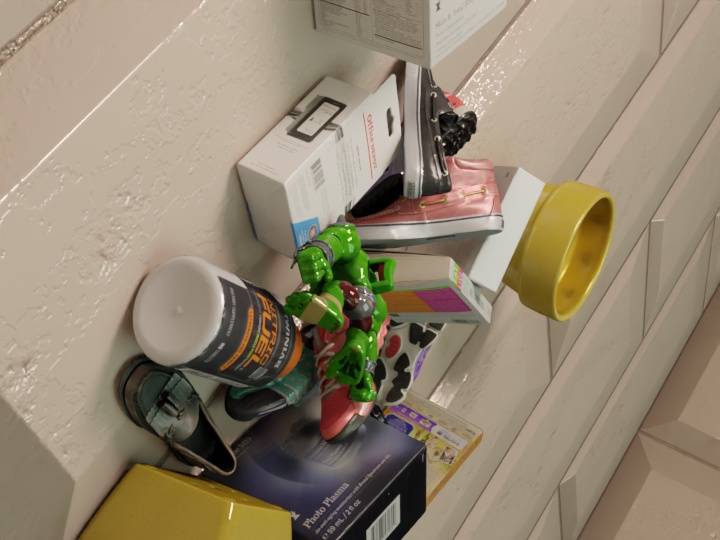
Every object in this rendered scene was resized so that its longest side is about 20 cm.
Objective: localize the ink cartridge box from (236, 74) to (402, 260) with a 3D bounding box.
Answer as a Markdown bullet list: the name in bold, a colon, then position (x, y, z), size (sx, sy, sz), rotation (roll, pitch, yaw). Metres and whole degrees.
- **ink cartridge box**: position (-0.038, -0.123, 1.093), size (0.200, 0.067, 0.117), rotation (-48, 149, -30)

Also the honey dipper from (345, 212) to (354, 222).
- **honey dipper**: position (0.000, 0.000, 1.289), size (0.038, 0.038, 0.201), rotation (-51, 144, -25)

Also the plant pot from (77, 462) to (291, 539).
- **plant pot**: position (-0.179, 0.312, 1.056), size (0.200, 0.197, 0.179), rotation (37, 70, -61)

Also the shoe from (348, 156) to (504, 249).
- **shoe**: position (0.070, -0.081, 1.210), size (0.072, 0.196, 0.093), rotation (102, -19, -82)

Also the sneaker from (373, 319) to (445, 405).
- **sneaker**: position (0.072, 0.097, 1.462), size (0.202, 0.080, 0.083), rotation (-62, 168, 5)

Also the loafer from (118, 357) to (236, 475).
- **loafer**: position (-0.181, 0.156, 1.055), size (0.072, 0.062, 0.201), rotation (-55, 150, -20)

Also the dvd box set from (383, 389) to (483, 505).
- **dvd box set**: position (0.069, 0.270, 1.485), size (0.200, 0.145, 0.030), rotation (-41, 145, -39)

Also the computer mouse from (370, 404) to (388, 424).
- **computer mouse**: position (-0.004, 0.175, 1.381), size (0.034, 0.059, 0.201), rotation (-32, 142, 1)

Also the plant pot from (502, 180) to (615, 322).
- **plant pot**: position (0.258, -0.051, 1.529), size (0.200, 0.187, 0.203), rotation (-40, 143, -40)

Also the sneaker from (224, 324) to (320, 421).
- **sneaker**: position (-0.087, 0.144, 1.203), size (0.199, 0.074, 0.089), rotation (-32, 142, -47)

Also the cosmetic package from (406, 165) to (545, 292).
- **cosmetic package**: position (0.144, -0.062, 1.331), size (0.051, 0.199, 0.153), rotation (24, 88, -23)

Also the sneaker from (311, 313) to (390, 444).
- **sneaker**: position (-0.029, 0.108, 1.171), size (0.086, 0.073, 0.202), rotation (35, 43, -23)

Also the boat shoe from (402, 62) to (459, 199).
- **boat shoe**: position (0.082, -0.173, 1.178), size (0.070, 0.065, 0.203), rotation (89, 2, -58)

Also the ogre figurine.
- **ogre figurine**: position (-0.013, 0.034, 1.079), size (0.201, 0.097, 0.121), rotation (50, 38, -24)

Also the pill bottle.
- **pill bottle**: position (-0.133, 0.060, 1.025), size (0.108, 0.105, 0.200), rotation (-65, 152, -3)

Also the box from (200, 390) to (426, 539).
- **box**: position (-0.053, 0.266, 1.215), size (0.199, 0.196, 0.125), rotation (-38, 138, -41)

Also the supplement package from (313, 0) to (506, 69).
- **supplement package**: position (0.048, -0.339, 0.996), size (0.152, 0.149, 0.202), rotation (-43, 144, -35)

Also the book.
- **book**: position (0.077, 0.028, 1.261), size (0.200, 0.131, 0.049), rotation (43, 52, -63)

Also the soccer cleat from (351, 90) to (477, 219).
- **soccer cleat**: position (0.055, -0.139, 1.254), size (0.200, 0.073, 0.068), rotation (-45, 150, 0)
